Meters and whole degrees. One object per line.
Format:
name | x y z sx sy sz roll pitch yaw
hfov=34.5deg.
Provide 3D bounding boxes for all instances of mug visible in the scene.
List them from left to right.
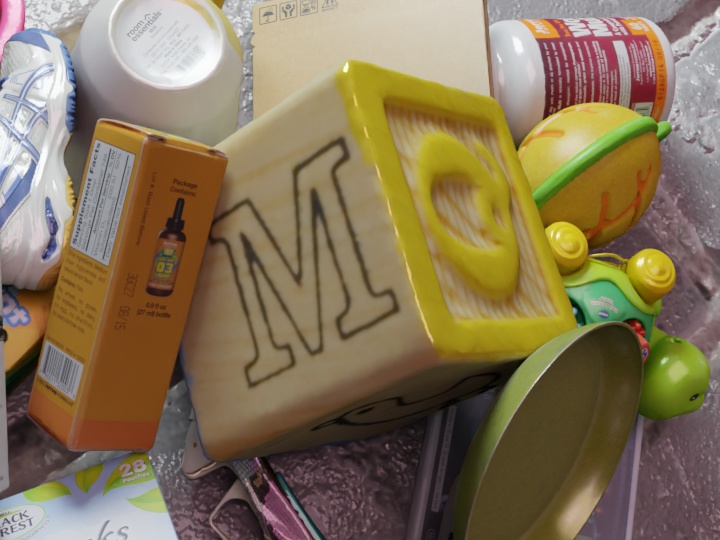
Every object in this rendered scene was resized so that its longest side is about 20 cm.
mug | -0.154 -0.148 0.853 0.147 0.153 0.189 -4 71 -19

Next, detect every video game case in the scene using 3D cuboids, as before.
video game case | 0.129 0.180 0.899 0.179 0.023 0.203 18 66 -12

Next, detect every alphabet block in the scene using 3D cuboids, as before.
alphabet block | 0.000 0.000 0.788 0.194 0.199 0.199 -1 68 -52

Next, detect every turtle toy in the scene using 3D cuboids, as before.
turtle toy | 0.180 0.051 0.893 0.197 0.146 0.102 16 62 -13

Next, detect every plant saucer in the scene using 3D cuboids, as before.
plant saucer | 0.119 0.121 0.758 0.031 0.202 0.200 26 56 35

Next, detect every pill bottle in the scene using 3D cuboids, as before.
pill bottle | 0.158 -0.157 0.986 0.197 0.110 0.111 -6 72 -21

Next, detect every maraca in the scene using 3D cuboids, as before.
maraca | 0.186 -0.076 0.928 0.108 0.137 0.199 57 30 10

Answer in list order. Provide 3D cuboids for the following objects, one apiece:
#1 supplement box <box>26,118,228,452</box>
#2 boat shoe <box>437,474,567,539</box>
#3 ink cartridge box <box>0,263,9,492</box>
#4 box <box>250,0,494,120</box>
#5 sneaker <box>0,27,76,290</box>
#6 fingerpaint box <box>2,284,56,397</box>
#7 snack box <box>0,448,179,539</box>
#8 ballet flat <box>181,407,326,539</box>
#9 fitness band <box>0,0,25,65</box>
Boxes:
supplement box | -0.150 0.010 0.739 0.066 0.068 0.203 10 100 -45
boat shoe | 0.090 0.239 0.813 0.092 0.075 0.202 29 65 -13
ink cartridge box | -0.289 0.036 0.674 0.143 0.084 0.204 -3 89 -1
box | 0.007 -0.157 0.923 0.197 0.021 0.166 -8 69 16
sneaker | -0.240 -0.085 0.775 0.087 0.075 0.203 7 57 -27
fingerpaint box | -0.318 0.019 0.779 0.200 0.073 0.167 42 63 0
snack box | -0.196 0.216 0.694 0.197 0.068 0.169 -17 41 -15
ballet flat | -0.083 0.150 0.822 0.070 0.069 0.202 -28 81 -6
fitness band | -0.346 -0.215 0.878 0.200 0.037 0.144 43 64 1
